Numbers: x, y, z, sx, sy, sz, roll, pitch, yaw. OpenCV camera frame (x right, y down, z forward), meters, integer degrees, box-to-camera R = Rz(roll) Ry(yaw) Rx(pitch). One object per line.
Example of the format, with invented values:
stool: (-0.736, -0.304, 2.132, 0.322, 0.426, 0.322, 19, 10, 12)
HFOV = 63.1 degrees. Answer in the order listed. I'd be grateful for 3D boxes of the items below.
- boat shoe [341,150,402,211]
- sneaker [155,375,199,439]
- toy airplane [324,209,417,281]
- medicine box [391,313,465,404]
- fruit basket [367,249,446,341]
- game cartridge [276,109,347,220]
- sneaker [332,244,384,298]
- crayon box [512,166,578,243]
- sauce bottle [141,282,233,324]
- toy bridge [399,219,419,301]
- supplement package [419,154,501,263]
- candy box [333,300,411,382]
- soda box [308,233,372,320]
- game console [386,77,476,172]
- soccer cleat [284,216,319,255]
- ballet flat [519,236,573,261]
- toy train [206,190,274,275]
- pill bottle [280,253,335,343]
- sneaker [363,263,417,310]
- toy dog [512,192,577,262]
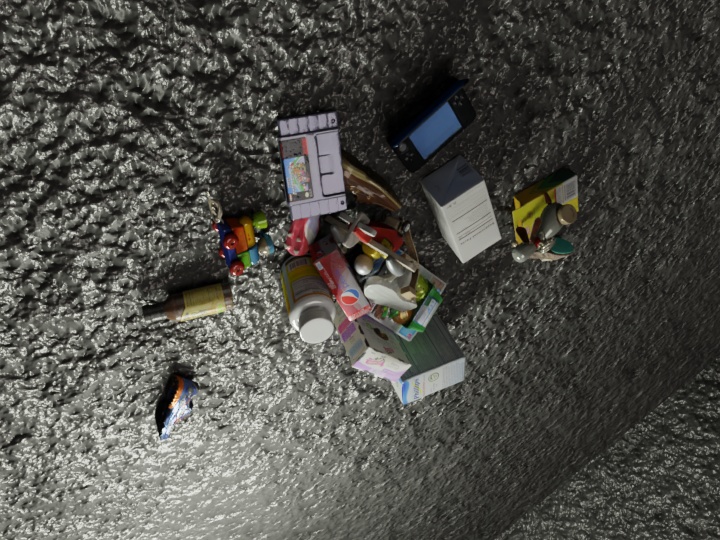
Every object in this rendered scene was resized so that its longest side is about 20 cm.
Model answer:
boat shoe: (0.010, -0.184, 1.295, 0.198, 0.073, 0.068, 30, 116, -34)
sneaker: (-0.465, 0.355, 1.488, 0.077, 0.076, 0.203, 10, 123, -37)
toy airplane: (0.018, -0.057, 1.280, 0.194, 0.201, 0.145, 18, 107, -15)
medicine box: (0.168, 0.243, 1.644, 0.195, 0.184, 0.105, -19, 133, -11)
fruit basket: (0.115, 0.068, 1.521, 0.198, 0.093, 0.188, 34, 90, -34)
game cartridge: (-0.098, -0.212, 1.190, 0.126, 0.038, 0.206, -13, 112, -17)
sneaker: (0.000, 0.000, 1.431, 0.199, 0.076, 0.077, -43, 133, 10)
crayon box: (0.482, -0.171, 1.559, 0.196, 0.051, 0.129, -28, 134, -4)
sauce bottle: (-0.383, 0.077, 1.307, 0.194, 0.065, 0.066, -13, 132, -16)
toy bridge: (0.116, -0.018, 1.399, 0.027, 0.205, 0.067, -21, 146, 30)
supplement package: (0.243, -0.145, 1.407, 0.118, 0.122, 0.202, -31, 135, 0)
candy box: (0.021, 0.171, 1.497, 0.166, 0.202, 0.072, 29, 112, -40)
soda box: (-0.044, 0.019, 1.330, 0.062, 0.071, 0.202, -27, 127, 3)
game console: (0.162, -0.298, 1.242, 0.199, 0.119, 0.171, -39, 134, 8)
soccer cleat: (-0.112, -0.127, 1.291, 0.076, 0.066, 0.205, -27, 140, -62)
ballet flat: (0.516, -0.059, 1.670, 0.194, 0.070, 0.068, 5, 145, -24)
toy train: (-0.247, -0.096, 1.228, 0.113, 0.085, 0.204, -23, 134, -22)
pill bottle: (-0.118, 0.063, 1.330, 0.106, 0.203, 0.111, -10, 134, -10)
sneaker: (0.065, 0.018, 1.392, 0.072, 0.119, 0.199, -17, 156, 27)
toy dog: (0.452, -0.119, 1.481, 0.199, 0.097, 0.131, -40, -177, -32)
